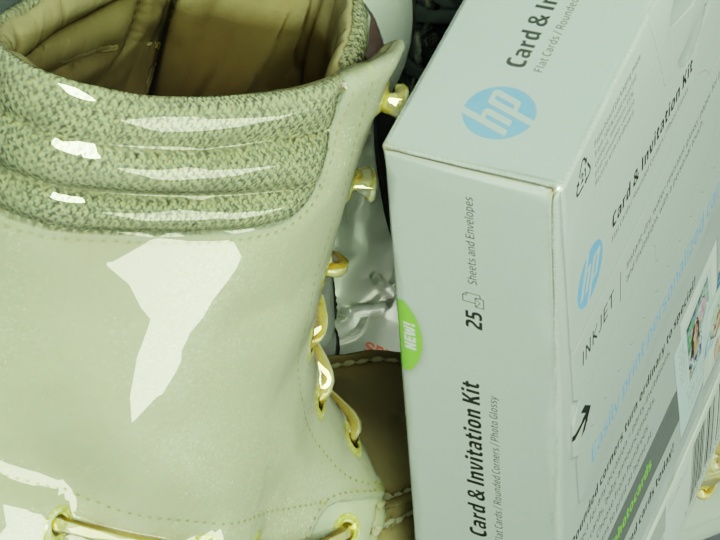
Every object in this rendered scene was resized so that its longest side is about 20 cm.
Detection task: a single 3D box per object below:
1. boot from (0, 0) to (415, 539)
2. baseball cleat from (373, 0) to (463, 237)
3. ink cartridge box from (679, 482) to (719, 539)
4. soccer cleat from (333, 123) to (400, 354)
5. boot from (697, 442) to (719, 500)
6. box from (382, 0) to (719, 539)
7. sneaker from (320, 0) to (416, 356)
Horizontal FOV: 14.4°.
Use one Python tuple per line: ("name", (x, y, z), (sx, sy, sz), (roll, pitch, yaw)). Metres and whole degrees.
("boot", (-0.022, 0.006, 0.601), (0.200, 0.072, 0.155), (-14, 129, -51))
("baseball cleat", (0.025, -0.090, 0.685), (0.106, 0.070, 0.201), (-3, 109, -53))
("ink cartridge box", (0.137, 0.027, 1.017), (0.200, 0.088, 0.145), (-22, -170, 20))
("soccer cleat", (0.000, 0.000, 0.784), (0.069, 0.078, 0.200), (24, 111, -30))
("boot", (0.084, 0.086, 0.928), (0.073, 0.199, 0.156), (-33, 133, -67))
("box", (0.056, -0.003, 0.647), (0.200, 0.041, 0.156), (86, 26, -47))
("sneaker", (-0.060, 0.000, 0.679), (0.115, 0.076, 0.200), (-29, 143, -40))
